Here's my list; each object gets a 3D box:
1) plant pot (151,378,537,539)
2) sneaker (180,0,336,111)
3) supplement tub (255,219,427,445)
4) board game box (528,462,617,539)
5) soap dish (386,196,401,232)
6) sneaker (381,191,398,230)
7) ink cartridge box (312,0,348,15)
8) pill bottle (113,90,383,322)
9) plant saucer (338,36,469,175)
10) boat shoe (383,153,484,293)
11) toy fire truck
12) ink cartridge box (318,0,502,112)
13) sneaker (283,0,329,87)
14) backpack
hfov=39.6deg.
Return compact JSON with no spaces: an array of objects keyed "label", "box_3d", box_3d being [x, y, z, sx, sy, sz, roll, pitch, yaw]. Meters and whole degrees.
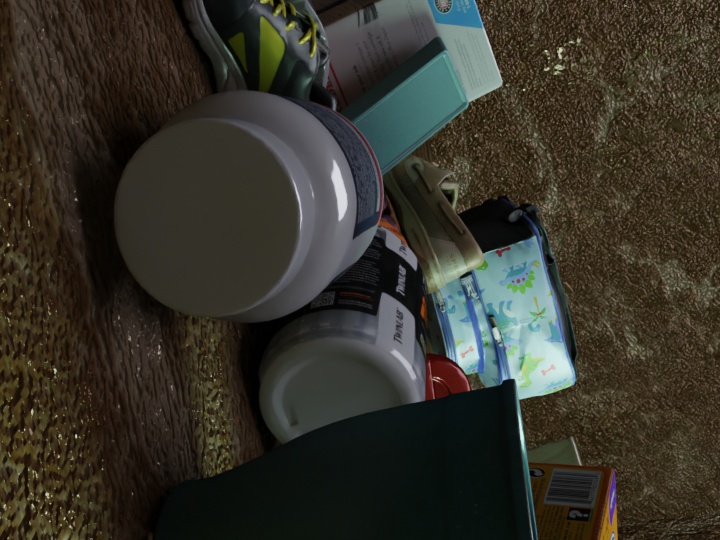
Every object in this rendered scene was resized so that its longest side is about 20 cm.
[{"label":"plant pot","box_3d":[0.000,0.167,0.506,0.200,0.186,0.202,-8,90,-82]},{"label":"sneaker","box_3d":[-0.067,-0.169,0.695,0.201,0.084,0.075,74,12,-45]},{"label":"supplement tub","box_3d":[-0.009,0.044,0.772,0.201,0.121,0.124,-83,163,-58]},{"label":"board game box","box_3d":[0.077,0.272,0.719,0.200,0.198,0.202,-45,132,-63]},{"label":"soap dish","box_3d":[0.021,0.015,1.129,0.158,0.080,0.202,-80,162,-63]},{"label":"sneaker","box_3d":[0.000,0.000,0.932,0.079,0.095,0.202,68,3,-72]},{"label":"ink cartridge box","box_3d":[-0.011,-0.261,0.931,0.084,0.144,0.202,-86,166,-67]},{"label":"pill bottle","box_3d":[-0.055,-0.037,0.545,0.200,0.118,0.121,-43,124,-80]},{"label":"plant saucer","box_3d":[0.008,-0.106,0.819,0.019,0.199,0.070,34,-21,53]},{"label":"boat shoe","box_3d":[0.061,-0.064,0.924,0.072,0.064,0.201,63,6,-49]},{"label":"toy fire truck","box_3d":[0.095,0.163,0.972,0.128,0.198,0.178,172,-90,-67]},{"label":"ink cartridge box","box_3d":[0.009,-0.176,0.870,0.117,0.199,0.067,66,-4,-25]},{"label":"sneaker","box_3d":[-0.066,-0.225,0.776,0.113,0.077,0.201,-84,164,-54]},{"label":"backpack","box_3d":[0.137,0.041,1.063,0.183,0.146,0.202,-114,-176,-81]}]
